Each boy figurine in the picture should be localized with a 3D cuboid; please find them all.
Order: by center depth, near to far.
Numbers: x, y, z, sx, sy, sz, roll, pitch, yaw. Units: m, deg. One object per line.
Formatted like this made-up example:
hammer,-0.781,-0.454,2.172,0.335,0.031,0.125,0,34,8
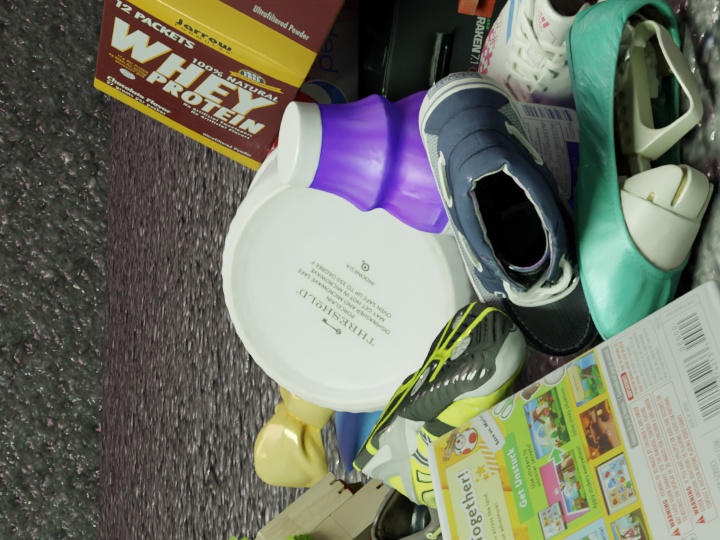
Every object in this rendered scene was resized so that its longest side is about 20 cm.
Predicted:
boy figurine,-0.023,0.072,1.142,0.203,0.064,0.124,-71,19,0

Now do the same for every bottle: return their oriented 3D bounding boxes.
bottle,0.052,-0.062,0.877,0.066,0.197,0.084,118,151,-51

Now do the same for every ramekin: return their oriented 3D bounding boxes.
ramekin,0.000,0.000,1.003,0.094,0.200,0.205,-47,-27,-64

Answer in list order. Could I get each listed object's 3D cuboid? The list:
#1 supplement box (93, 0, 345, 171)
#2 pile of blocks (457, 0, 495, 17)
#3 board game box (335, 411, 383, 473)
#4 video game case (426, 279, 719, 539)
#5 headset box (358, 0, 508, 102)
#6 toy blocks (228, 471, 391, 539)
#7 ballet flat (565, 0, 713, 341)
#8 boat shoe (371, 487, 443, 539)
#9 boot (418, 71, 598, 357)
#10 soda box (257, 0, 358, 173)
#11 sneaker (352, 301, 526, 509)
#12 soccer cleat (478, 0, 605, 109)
supplement box,-0.070,-0.204,0.993,0.199,0.132,0.200,-65,6,-17
pile of blocks,0.078,-0.188,0.943,0.081,0.199,0.063,19,106,31
board game box,0.034,0.065,1.182,0.200,0.038,0.160,130,148,-54
video game case,0.122,0.125,0.714,0.181,0.023,0.202,-33,43,22
headset box,0.040,-0.166,1.141,0.200,0.091,0.177,-135,52,-69
toy blocks,-0.022,0.212,1.158,0.100,0.136,0.201,42,146,19
ballet flat,0.148,-0.058,0.795,0.070,0.067,0.203,-26,60,48
boat shoe,0.062,0.144,1.009,0.202,0.060,0.073,118,153,-52
boot,0.088,-0.005,0.815,0.201,0.072,0.091,57,-168,-36
soda box,-0.039,-0.137,1.129,0.070,0.062,0.203,141,131,-67
sneaker,0.062,0.083,0.888,0.076,0.076,0.200,-57,0,-28
soccer cleat,0.109,-0.141,0.901,0.087,0.069,0.202,-56,-12,-54
